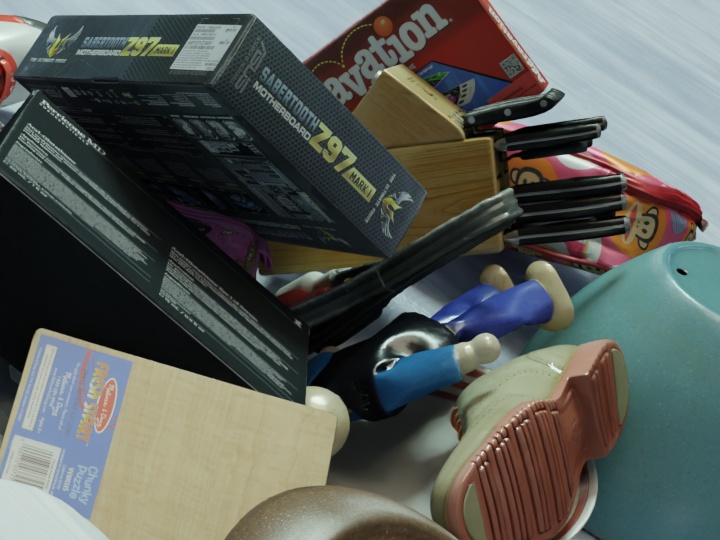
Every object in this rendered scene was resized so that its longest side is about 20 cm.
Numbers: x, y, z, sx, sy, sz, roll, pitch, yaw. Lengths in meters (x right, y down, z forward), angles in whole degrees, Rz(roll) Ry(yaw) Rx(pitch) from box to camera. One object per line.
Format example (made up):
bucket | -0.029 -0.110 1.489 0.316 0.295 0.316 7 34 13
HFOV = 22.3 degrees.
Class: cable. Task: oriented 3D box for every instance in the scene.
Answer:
cable | 0.000 0.000 1.040 0.097 0.200 0.051 -15 72 -47

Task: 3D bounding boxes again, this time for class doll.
doll | 0.031 0.048 1.007 0.199 0.049 0.136 -26 13 -38

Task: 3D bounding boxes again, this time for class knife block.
knife block | 0.058 -0.034 1.108 0.175 0.200 0.064 39 15 4

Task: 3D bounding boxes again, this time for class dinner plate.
dinner plate | 0.031 0.107 1.006 0.198 0.024 0.201 8 30 -4

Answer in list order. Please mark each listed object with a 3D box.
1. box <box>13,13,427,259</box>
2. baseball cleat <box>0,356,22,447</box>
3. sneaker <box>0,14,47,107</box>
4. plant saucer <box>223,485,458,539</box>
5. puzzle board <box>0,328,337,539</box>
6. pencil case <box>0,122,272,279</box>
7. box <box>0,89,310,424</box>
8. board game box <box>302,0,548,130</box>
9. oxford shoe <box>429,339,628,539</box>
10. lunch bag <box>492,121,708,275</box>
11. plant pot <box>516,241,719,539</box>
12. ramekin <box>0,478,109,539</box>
box | -0.081 -0.077 1.023 0.199 0.051 0.158 9 -28 49
baseball cleat | -0.167 0.083 0.910 0.106 0.070 0.201 25 28 -27
sneaker | -0.266 -0.109 1.146 0.200 0.068 0.108 -1 37 -30
plant saucer | 0.019 0.180 0.797 0.199 0.037 0.202 25 47 -30
puzzle board | -0.098 0.135 0.813 0.149 0.017 0.201 17 59 -10
pencil case | -0.152 -0.015 1.037 0.199 0.087 0.083 22 57 -7
box | -0.122 0.015 0.929 0.200 0.079 0.141 42 16 -13
board game box | 0.010 -0.103 1.158 0.103 0.199 0.019 52 26 -8
oxford shoe | 0.077 0.094 0.964 0.073 0.071 0.200 -2 15 30
lunch bag | 0.132 -0.047 1.255 0.199 0.083 0.176 22 4 23
plant pot | 0.196 0.064 1.100 0.198 0.136 0.201 16 30 -10
ramekin | -0.144 0.170 0.635 0.199 0.202 0.098 -3 29 -37
